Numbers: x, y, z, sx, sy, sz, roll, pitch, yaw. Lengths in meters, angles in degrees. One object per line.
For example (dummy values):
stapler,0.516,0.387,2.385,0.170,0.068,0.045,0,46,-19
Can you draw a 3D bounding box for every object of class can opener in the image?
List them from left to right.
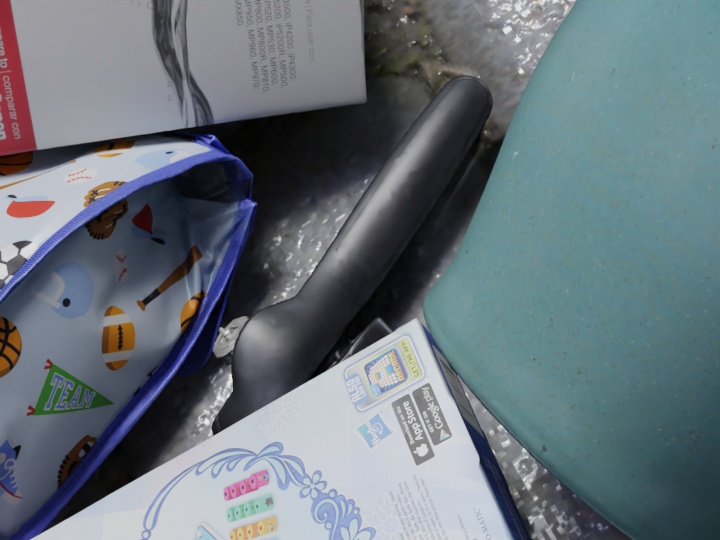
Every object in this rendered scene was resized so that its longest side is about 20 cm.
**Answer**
can opener,0.000,0.000,0.707,0.201,0.078,0.063,-61,11,-22

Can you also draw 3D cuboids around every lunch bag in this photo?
lunch bag,-0.159,0.006,0.743,0.169,0.124,0.201,20,63,41

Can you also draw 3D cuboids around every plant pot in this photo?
plant pot,0.129,-0.012,0.539,0.188,0.199,0.200,-50,46,11

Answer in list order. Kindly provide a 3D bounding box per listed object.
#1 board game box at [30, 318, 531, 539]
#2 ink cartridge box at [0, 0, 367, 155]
board game box,-0.022,0.151,0.591,0.198,0.043,0.201,-29,58,9
ink cartridge box,-0.105,-0.126,0.760,0.198,0.084,0.147,-9,29,-7
